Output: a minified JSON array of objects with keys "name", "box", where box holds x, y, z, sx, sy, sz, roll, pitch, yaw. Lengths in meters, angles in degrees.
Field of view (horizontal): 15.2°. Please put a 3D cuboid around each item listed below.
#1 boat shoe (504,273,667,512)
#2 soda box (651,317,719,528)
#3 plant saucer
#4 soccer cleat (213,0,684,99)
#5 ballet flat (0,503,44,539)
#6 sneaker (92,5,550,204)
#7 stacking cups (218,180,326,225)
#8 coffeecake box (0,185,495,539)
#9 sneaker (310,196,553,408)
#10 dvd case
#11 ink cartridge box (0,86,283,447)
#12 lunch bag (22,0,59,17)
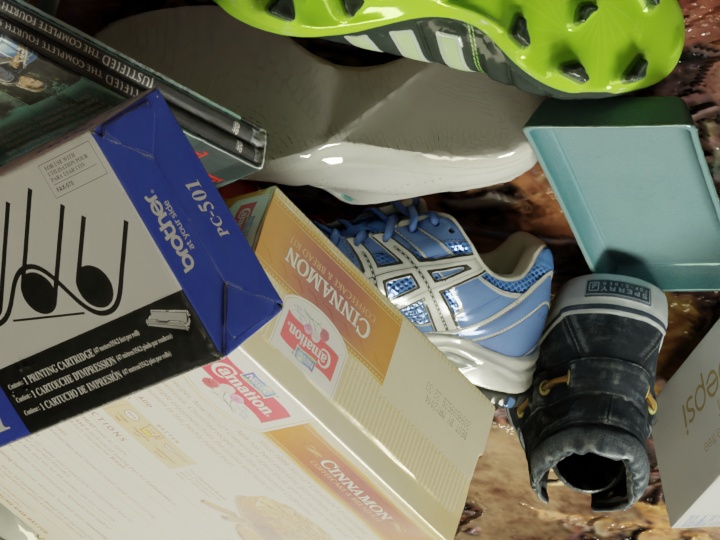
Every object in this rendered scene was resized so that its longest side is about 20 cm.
[{"name":"boat shoe","box":[0.102,0.080,1.294,0.071,0.091,0.200,10,157,2]},{"name":"soda box","box":[0.200,0.050,1.245,0.063,0.068,0.200,0,151,-18]},{"name":"plant saucer","box":[0.122,-0.031,1.156,0.070,0.019,0.200,0,160,15]},{"name":"soccer cleat","box":[0.032,-0.110,1.053,0.199,0.068,0.081,8,-173,-22]},{"name":"ballet flat","box":[-0.119,0.108,1.300,0.199,0.068,0.064,2,168,-9]},{"name":"sneaker","box":[-0.022,-0.058,1.144,0.199,0.076,0.089,7,161,0]},{"name":"stacking cups","box":[-0.017,0.004,1.258,0.200,0.061,0.060,34,141,-27]},{"name":"coffeecake box","box":[-0.072,0.056,1.117,0.199,0.073,0.154,-12,135,39]},{"name":"sneaker","box":[0.000,0.000,1.193,0.199,0.077,0.076,15,-170,-34]},{"name":"dvd case","box":[-0.155,-0.060,0.999,0.200,0.022,0.146,27,145,-37]},{"name":"ink cartridge box","box":[-0.128,0.011,1.011,0.200,0.044,0.094,-23,101,42]},{"name":"lunch bag","box":[-0.177,-0.158,0.963,0.169,0.128,0.200,13,143,-15]}]
